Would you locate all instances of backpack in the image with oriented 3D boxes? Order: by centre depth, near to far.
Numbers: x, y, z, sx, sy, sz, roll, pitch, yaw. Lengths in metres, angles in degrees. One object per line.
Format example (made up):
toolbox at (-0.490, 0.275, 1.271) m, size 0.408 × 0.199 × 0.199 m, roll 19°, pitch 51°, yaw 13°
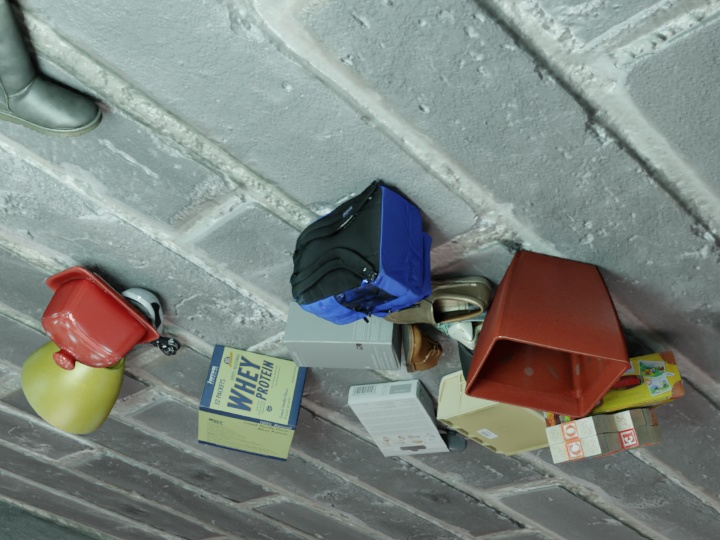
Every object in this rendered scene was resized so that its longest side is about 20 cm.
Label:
backpack at (0.000, 0.000, 1.287) m, size 0.198 × 0.165 × 0.167 m, roll -21°, pitch 140°, yaw 37°

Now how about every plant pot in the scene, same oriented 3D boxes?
plant pot at (0.281, 0.088, 1.330) m, size 0.195 × 0.179 × 0.201 m, roll 11°, pitch 148°, yaw -2°
plant pot at (-0.549, 0.198, 1.730) m, size 0.199 × 0.202 × 0.142 m, roll 34°, pitch 116°, yaw -32°

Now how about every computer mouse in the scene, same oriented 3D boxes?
computer mouse at (-0.395, 0.085, 1.621) m, size 0.108 × 0.044 × 0.201 m, roll 24°, pitch 149°, yaw 9°

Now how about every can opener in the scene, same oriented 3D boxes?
can opener at (0.131, 0.336, 1.848) m, size 0.195 × 0.068 × 0.053 m, roll 8°, pitch 148°, yaw 12°

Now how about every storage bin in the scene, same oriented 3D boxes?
storage bin at (0.280, 0.265, 1.672) m, size 0.198 × 0.095 × 0.197 m, roll 32°, pitch 141°, yaw -31°

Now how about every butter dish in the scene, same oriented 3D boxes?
butter dish at (-0.492, 0.110, 1.552) m, size 0.199 × 0.149 × 0.198 m, roll 44°, pitch 147°, yaw -24°

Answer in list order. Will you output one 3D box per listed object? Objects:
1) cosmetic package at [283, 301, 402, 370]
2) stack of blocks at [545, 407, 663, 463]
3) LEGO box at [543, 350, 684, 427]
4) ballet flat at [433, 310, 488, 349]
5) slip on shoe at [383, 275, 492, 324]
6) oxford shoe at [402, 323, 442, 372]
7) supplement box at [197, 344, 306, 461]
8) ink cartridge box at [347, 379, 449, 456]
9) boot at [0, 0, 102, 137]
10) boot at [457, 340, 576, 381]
cosmetic package at (-0.029, 0.115, 1.536) m, size 0.195 × 0.092 × 0.107 m, roll -3°, pitch 148°, yaw 13°
stack of blocks at (0.405, 0.272, 1.434) m, size 0.114 × 0.060 × 0.198 m, roll -25°, pitch 159°, yaw 35°
LEGO box at (0.419, 0.206, 1.476) m, size 0.195 × 0.079 × 0.149 m, roll -9°, pitch 162°, yaw -9°
ballet flat at (0.210, 0.100, 1.467) m, size 0.196 × 0.075 × 0.075 m, roll -3°, pitch 145°, yaw 18°
slip on shoe at (0.117, 0.058, 1.416) m, size 0.196 × 0.061 × 0.077 m, roll -6°, pitch 123°, yaw 21°
oxford shoe at (0.109, 0.133, 1.533) m, size 0.070 × 0.073 × 0.200 m, roll -4°, pitch 164°, yaw 6°
supplement box at (-0.223, 0.274, 1.778) m, size 0.196 × 0.137 × 0.201 m, roll 12°, pitch 147°, yaw -4°
ink cartridge box at (0.084, 0.308, 1.805) m, size 0.158 × 0.051 × 0.201 m, roll -10°, pitch 134°, yaw 26°
boot at (-0.426, -0.268, 1.096) m, size 0.178 × 0.074 × 0.202 m, roll 8°, pitch 140°, yaw -1°
boot at (0.268, 0.151, 1.502) m, size 0.171 × 0.200 × 0.071 m, roll -16°, pitch 109°, yaw -10°
